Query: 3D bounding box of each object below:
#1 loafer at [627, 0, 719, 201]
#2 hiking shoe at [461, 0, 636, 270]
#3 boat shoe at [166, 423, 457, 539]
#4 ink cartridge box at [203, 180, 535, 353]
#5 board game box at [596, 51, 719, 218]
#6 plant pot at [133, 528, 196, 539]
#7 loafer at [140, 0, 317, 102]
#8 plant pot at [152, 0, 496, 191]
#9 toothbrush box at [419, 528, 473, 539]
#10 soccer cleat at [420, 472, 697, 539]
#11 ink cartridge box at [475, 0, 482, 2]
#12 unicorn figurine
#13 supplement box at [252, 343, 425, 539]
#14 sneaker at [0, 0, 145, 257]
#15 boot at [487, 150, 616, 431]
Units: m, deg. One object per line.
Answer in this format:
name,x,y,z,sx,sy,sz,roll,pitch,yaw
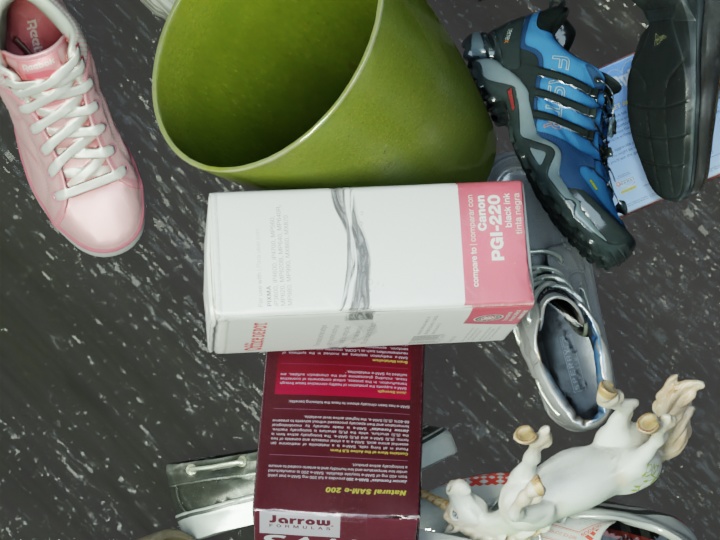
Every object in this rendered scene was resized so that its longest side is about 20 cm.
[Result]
loafer,0.227,-0.148,1.536,0.072,0.073,0.202,-6,101,-32
hiking shoe,0.142,-0.096,1.516,0.086,0.074,0.201,-28,66,2
boat shoe,-0.035,0.130,1.547,0.199,0.071,0.064,-16,85,-1
ink cartridge box,0.000,0.000,1.437,0.198,0.146,0.086,-4,80,-6
board game box,0.242,-0.118,1.577,0.199,0.019,0.104,-23,89,0
plant pot,-0.178,0.290,1.500,0.172,0.200,0.201,-17,88,17
loafer,-0.110,-0.197,1.564,0.200,0.070,0.070,42,84,-6
plant pot,-0.003,-0.112,1.487,0.186,0.200,0.188,-18,58,32
toothbrush box,0.115,0.267,1.473,0.198,0.086,0.146,12,49,1
soccer cleat,0.134,0.180,1.536,0.198,0.085,0.069,11,88,1
ink cartridge box,0.106,-0.312,1.558,0.164,0.075,0.201,-27,89,1
unicorn figurine,0.127,0.132,1.465,0.198,0.138,0.074,-9,64,-1
supplement box,-0.011,0.095,1.500,0.108,0.061,0.201,3,49,1
sneaker,-0.206,-0.105,1.542,0.075,0.105,0.202,-20,89,-2
boot,0.132,0.012,1.536,0.073,0.096,0.201,-20,88,0
